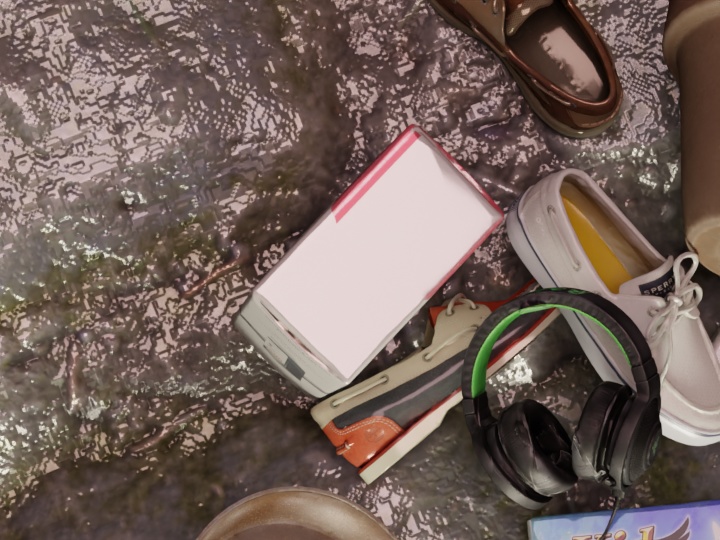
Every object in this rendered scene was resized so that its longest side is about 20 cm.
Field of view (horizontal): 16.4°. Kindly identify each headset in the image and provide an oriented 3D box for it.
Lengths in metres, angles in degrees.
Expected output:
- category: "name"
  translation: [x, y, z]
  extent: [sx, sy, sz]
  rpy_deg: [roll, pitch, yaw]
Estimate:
- category: "headset"
  translation: [0.127, 0.112, 1.534]
  extent: [0.123, 0.094, 0.201]
  rpy_deg: [-13, 94, 25]

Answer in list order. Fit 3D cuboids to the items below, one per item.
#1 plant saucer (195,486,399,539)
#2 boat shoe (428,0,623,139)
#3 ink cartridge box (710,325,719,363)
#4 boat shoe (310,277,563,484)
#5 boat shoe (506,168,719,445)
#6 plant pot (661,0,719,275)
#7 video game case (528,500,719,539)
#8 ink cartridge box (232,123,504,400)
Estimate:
- category: "plant saucer"
  translation: [-0.040, 0.237, 1.566]
  extent: [0.200, 0.032, 0.201]
  rpy_deg: [9, 73, -30]
- category: "boat shoe"
  translation: [0.104, -0.176, 1.644]
  extent: [0.076, 0.072, 0.200]
  rpy_deg: [-44, 88, -8]
- category: "ink cartridge box"
  translation: [0.332, 0.075, 1.644]
  extent: [0.200, 0.050, 0.161]
  rpy_deg: [34, 82, 2]
- category: "boat shoe"
  translation: [0.059, 0.053, 1.616]
  extent: [0.200, 0.071, 0.063]
  rpy_deg: [-40, 85, -4]
- category: "boat shoe"
  translation: [0.181, 0.017, 1.569]
  extent: [0.075, 0.086, 0.202]
  rpy_deg: [-34, 86, -35]
- category: "plant pot"
  translation: [0.276, -0.083, 1.568]
  extent: [0.199, 0.200, 0.175]
  rpy_deg: [16, 69, -2]
- category: "video game case"
  translation: [0.214, 0.240, 1.593]
  extent: [0.199, 0.045, 0.182]
  rpy_deg: [-6, 82, 4]
- category: "ink cartridge box"
  translation: [0.000, 0.000, 1.549]
  extent: [0.085, 0.200, 0.146]
  rpy_deg: [44, 82, -2]
